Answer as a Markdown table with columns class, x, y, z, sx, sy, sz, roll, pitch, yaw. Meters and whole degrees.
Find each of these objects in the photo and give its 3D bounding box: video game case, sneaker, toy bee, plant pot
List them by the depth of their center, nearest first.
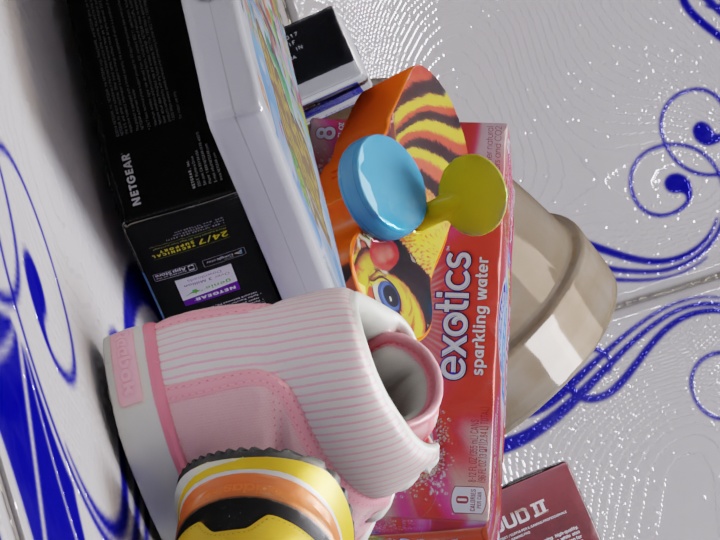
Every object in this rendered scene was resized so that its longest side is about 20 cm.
| class | x | y | z | sx | sy | sz | roll | pitch | yaw |
| --- | --- | --- | --- | --- | --- | --- | --- | --- | --- |
| sneaker | -0.019 | 0.153 | 0.959 | 0.090 | 0.069 | 0.201 | -81 | 159 | -48 |
| sneaker | -0.014 | 0.078 | 1.024 | 0.201 | 0.104 | 0.076 | 72 | 0 | -50 |
| video game case | -0.043 | -0.082 | 1.118 | 0.200 | 0.022 | 0.183 | 70 | 5 | -61 |
| toy bee | 0.000 | 0.000 | 1.351 | 0.109 | 0.200 | 0.131 | 56 | -31 | -14 |
| plant pot | 0.020 | -0.008 | 1.731 | 0.174 | 0.199 | 0.200 | 55 | 9 | -20 |

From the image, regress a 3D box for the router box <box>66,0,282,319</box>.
| class | x | y | z | sx | sy | sz | roll | pitch | yaw |
| --- | --- | --- | --- | --- | --- | --- | --- | --- | --- |
| router box | -0.077 | -0.073 | 1.190 | 0.149 | 0.051 | 0.201 | 73 | 2 | -62 |

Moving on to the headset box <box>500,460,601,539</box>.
| class | x | y | z | sx | sy | sz | roll | pitch | yaw |
| --- | --- | --- | --- | --- | --- | --- | --- | --- | --- |
| headset box | 0.101 | 0.199 | 1.601 | 0.149 | 0.077 | 0.201 | 104 | -38 | -77 |

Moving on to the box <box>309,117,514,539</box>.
| class | x | y | z | sx | sy | sz | roll | pitch | yaw |
| --- | --- | --- | --- | --- | --- | --- | --- | --- | --- |
| box | 0.020 | 0.035 | 1.444 | 0.096 | 0.099 | 0.201 | 75 | 18 | -70 |

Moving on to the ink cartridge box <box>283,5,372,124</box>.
| class | x | y | z | sx | sy | sz | roll | pitch | yaw |
| --- | --- | --- | --- | --- | --- | --- | --- | --- | --- |
| ink cartridge box | -0.046 | -0.084 | 1.423 | 0.200 | 0.099 | 0.039 | 14 | 51 | -89 |
